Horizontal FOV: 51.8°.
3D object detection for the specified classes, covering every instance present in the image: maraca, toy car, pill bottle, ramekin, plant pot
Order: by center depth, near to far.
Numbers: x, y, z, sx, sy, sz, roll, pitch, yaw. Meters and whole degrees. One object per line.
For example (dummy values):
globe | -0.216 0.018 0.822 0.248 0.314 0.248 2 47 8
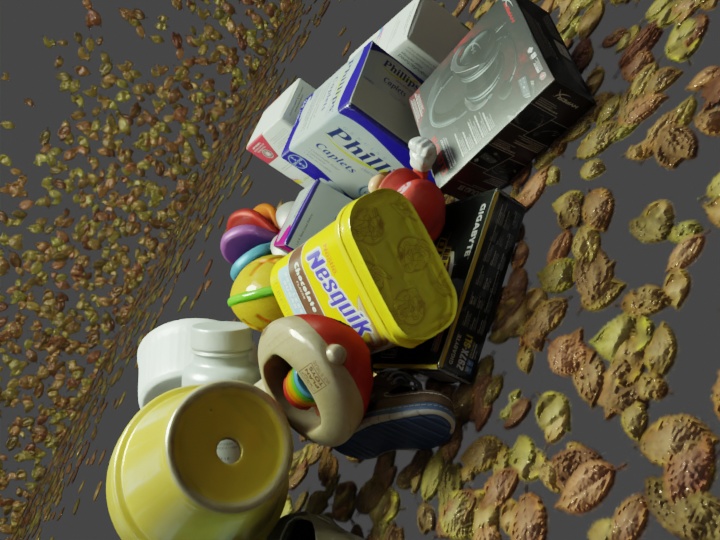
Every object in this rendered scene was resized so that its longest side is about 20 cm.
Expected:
plant pot | -0.159 0.208 0.784 0.189 0.198 0.203 132 157 -56
maraca | -0.119 0.035 1.060 0.200 0.135 0.109 107 155 -85
pill bottle | -0.199 0.180 1.062 0.114 0.113 0.204 -170 80 -66
ramekin | -0.263 0.180 1.196 0.200 0.199 0.099 -45 34 33
toy car | -0.173 -0.038 1.302 0.175 0.149 0.202 -45 27 33

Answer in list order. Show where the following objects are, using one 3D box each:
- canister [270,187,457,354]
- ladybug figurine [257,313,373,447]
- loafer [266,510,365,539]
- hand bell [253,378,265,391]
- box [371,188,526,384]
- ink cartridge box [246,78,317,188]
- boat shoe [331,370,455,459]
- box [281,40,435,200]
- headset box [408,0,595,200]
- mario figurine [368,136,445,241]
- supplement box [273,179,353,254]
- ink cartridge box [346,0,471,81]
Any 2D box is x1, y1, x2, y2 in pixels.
canister | -0.006 0.020 0.776 0.086 0.150 0.199 -27 -1 -34
ladybug figurine | -0.040 0.103 0.734 0.071 0.137 0.200 -32 -5 -26
loafer | -0.059 0.291 0.785 0.199 0.068 0.077 -22 44 57
hand bell | -0.069 0.089 0.983 0.104 0.103 0.203 7 72 66
box | 0.088 0.021 0.810 0.159 0.049 0.203 -14 52 63
ink cartridge box | -0.061 -0.192 1.177 0.147 0.198 0.087 -19 45 58
boat shoe | 0.030 0.142 0.764 0.199 0.072 0.073 -29 37 53
box | 0.020 -0.176 1.005 0.199 0.183 0.106 -22 41 57
headset box | 0.145 -0.185 0.839 0.200 0.076 0.151 -41 48 37
mario figurine | 0.029 -0.086 0.850 0.200 0.104 0.126 -163 71 -77
supplement box | -0.059 -0.059 1.100 0.102 0.102 0.200 -63 12 -3
ink cartridge box | 0.076 -0.274 1.048 0.199 0.144 0.085 -19 46 58
